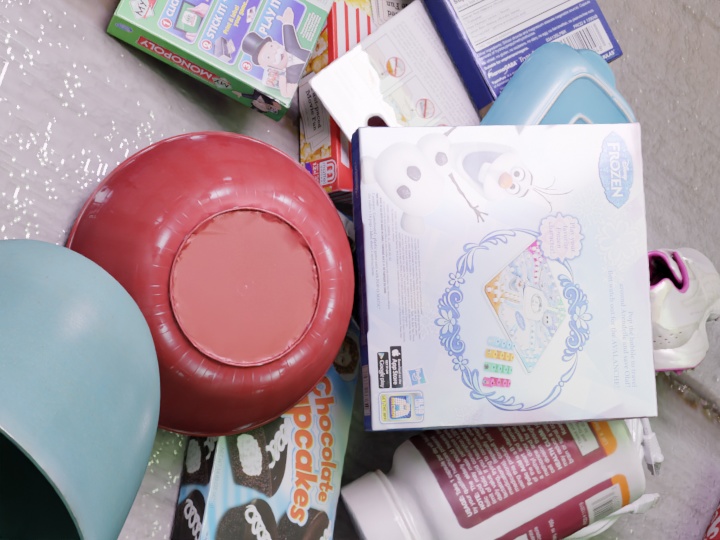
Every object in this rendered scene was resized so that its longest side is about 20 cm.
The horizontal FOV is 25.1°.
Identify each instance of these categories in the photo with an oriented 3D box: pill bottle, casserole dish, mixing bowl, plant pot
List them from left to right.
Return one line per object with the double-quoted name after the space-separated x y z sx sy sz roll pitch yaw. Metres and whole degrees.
-0.202 0.079 0.898 0.202 0.199 0.161 56 37 -21 "plant pot"
-0.083 0.010 1.019 0.198 0.108 0.203 0 91 -18 "mixing bowl"
0.093 0.155 1.159 0.198 0.114 0.115 -26 103 -7 "pill bottle"
0.131 -0.068 1.164 0.121 0.039 0.201 39 83 -35 "casserole dish"

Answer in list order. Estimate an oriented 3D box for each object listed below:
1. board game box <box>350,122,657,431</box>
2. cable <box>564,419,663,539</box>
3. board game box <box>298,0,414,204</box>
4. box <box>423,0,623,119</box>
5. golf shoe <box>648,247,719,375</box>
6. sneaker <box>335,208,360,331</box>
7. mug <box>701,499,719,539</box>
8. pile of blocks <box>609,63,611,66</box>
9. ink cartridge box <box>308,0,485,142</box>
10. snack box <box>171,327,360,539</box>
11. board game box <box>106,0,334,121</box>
0.096 0.004 1.091 0.196 0.043 0.203 -1 85 -9 "board game box"
0.151 0.121 1.303 0.199 0.069 0.202 -16 94 -42 "cable"
0.021 -0.149 1.235 0.150 0.046 0.203 4 81 -42 "board game box"
0.099 -0.223 1.190 0.120 0.032 0.202 -27 91 -24 "box"
0.272 0.012 1.395 0.200 0.074 0.093 -57 136 -61 "golf shoe"
0.000 0.000 1.149 0.199 0.089 0.079 37 93 -13 "sneaker"
0.364 0.292 1.439 0.178 0.133 0.200 53 56 -22 "mug"
0.194 -0.105 1.396 0.061 0.082 0.203 -8 77 -1 "pile of blocks"
0.074 -0.126 1.205 0.199 0.047 0.161 -38 94 -21 "ink cartridge box"
-0.063 0.124 1.121 0.116 0.037 0.202 23 68 -39 "snack box"
-0.078 -0.220 1.132 0.134 0.029 0.202 26 64 -10 "board game box"
